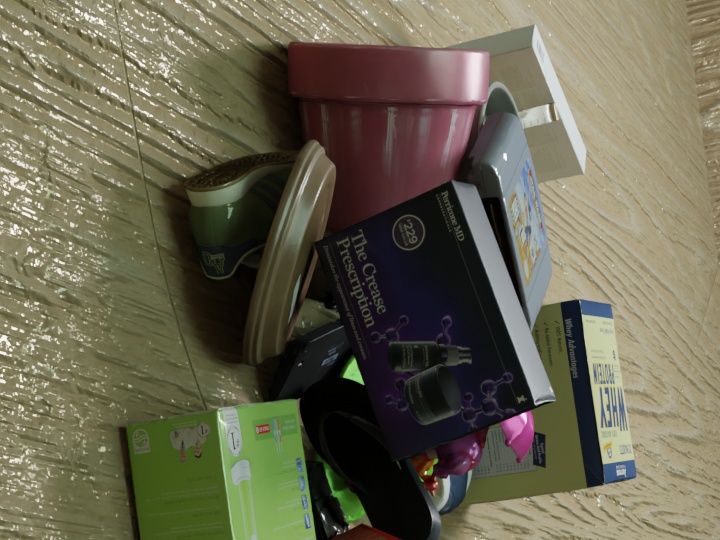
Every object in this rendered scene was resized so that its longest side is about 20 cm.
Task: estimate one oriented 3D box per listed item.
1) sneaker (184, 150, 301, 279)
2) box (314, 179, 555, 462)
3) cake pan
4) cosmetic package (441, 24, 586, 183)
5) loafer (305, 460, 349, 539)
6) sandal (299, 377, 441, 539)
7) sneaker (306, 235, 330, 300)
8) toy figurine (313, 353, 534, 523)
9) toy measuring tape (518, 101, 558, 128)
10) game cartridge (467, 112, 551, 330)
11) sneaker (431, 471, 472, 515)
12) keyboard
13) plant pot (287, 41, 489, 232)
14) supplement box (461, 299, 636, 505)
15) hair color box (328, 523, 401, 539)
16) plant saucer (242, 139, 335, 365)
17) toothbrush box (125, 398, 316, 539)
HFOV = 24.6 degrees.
[{"bbox_3d":[-0.096,-0.048,1.442,0.200,0.066,0.091,-33,120,-67],"label":"sneaker"},{"bbox_3d":[0.063,0.044,1.417,0.202,0.140,0.079,69,17,8],"label":"box"},{"bbox_3d":[0.139,-0.096,1.736,0.200,0.036,0.203,-5,90,-70],"label":"cake pan"},{"bbox_3d":[0.175,-0.191,2.015,0.052,0.149,0.201,-78,149,-47],"label":"cosmetic package"},{"bbox_3d":[-0.019,0.266,1.476,0.072,0.062,0.203,-1,81,-67],"label":"loafer"},{"bbox_3d":[0.006,0.165,1.454,0.043,0.076,0.201,31,16,-51],"label":"sandal"},{"bbox_3d":[0.000,0.000,1.620,0.200,0.075,0.071,-5,85,-67],"label":"sneaker"},{"bbox_3d":[0.072,0.147,1.512,0.200,0.183,0.151,-48,114,-33],"label":"toy figurine"},{"bbox_3d":[0.136,-0.164,1.939,0.198,0.073,0.074,-18,99,-25],"label":"toy measuring tape"},{"bbox_3d":[0.153,-0.049,1.665,0.133,0.041,0.202,-57,138,-52],"label":"game cartridge"},{"bbox_3d":[0.064,0.154,1.714,0.146,0.080,0.203,8,70,-74],"label":"sneaker"},{"bbox_3d":[-0.025,0.057,1.534,0.128,0.020,0.200,-64,165,18],"label":"keyboard"},{"bbox_3d":[0.024,-0.129,1.613,0.200,0.198,0.182,-14,108,-67],"label":"plant pot"},{"bbox_3d":[0.180,0.147,1.819,0.134,0.198,0.203,8,73,-66],"label":"supplement box"},{"bbox_3d":[0.012,0.270,1.346,0.102,0.061,0.200,65,-10,0],"label":"hair color box"},{"bbox_3d":[-0.058,-0.012,1.421,0.200,0.029,0.202,17,90,-87],"label":"plant saucer"},{"bbox_3d":[-0.100,0.208,1.283,0.145,0.085,0.203,0,80,-68],"label":"toothbrush box"}]
